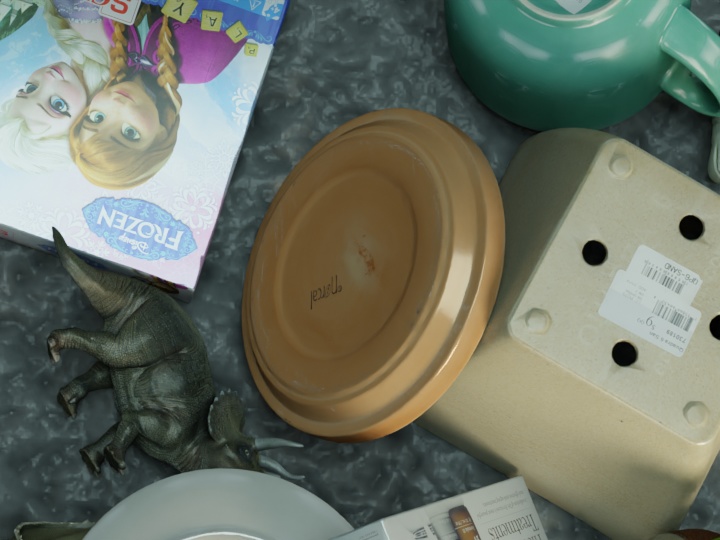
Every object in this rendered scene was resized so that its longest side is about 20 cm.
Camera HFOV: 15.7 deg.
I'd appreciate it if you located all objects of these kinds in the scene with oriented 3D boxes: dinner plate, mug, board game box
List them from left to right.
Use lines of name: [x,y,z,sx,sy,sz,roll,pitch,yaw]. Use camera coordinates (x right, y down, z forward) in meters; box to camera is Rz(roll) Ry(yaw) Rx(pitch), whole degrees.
board game box: [-0.165,-0.107,1.592,0.199,0.041,0.201,18,77,-4]
dinner plate: [-0.078,0.213,1.467,0.199,0.024,0.202,0,89,-2]
mug: [0.143,-0.173,1.596,0.184,0.114,0.153,-3,74,3]

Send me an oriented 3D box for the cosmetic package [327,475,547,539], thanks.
cosmetic package: [0.064,0.205,1.487,0.051,0.200,0.152,-23,83,25]

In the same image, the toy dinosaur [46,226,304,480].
toy dinosaur: [-0.127,0.062,1.556,0.102,0.077,0.201,-26,81,-23]

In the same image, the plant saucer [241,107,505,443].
plant saucer: [0.000,0.000,1.525,0.032,0.200,0.202,22,73,-41]

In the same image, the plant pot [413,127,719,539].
plant pot: [0.156,0.028,1.542,0.199,0.177,0.201,30,75,-1]

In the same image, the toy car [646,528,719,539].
toy car: [0.261,0.221,1.532,0.199,0.164,0.159,-7,79,-19]

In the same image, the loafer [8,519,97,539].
loafer: [-0.112,0.159,1.518,0.199,0.075,0.070,2,112,-12]

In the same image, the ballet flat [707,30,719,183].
ballet flat: [0.266,-0.056,1.636,0.075,0.068,0.200,-37,88,2]
